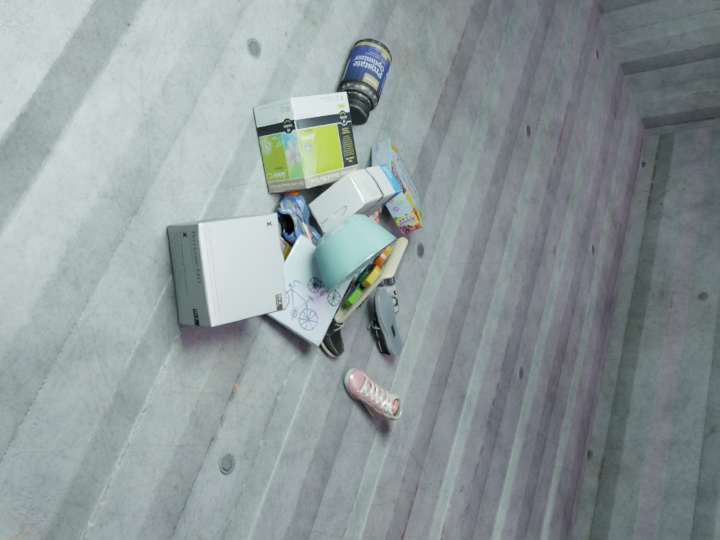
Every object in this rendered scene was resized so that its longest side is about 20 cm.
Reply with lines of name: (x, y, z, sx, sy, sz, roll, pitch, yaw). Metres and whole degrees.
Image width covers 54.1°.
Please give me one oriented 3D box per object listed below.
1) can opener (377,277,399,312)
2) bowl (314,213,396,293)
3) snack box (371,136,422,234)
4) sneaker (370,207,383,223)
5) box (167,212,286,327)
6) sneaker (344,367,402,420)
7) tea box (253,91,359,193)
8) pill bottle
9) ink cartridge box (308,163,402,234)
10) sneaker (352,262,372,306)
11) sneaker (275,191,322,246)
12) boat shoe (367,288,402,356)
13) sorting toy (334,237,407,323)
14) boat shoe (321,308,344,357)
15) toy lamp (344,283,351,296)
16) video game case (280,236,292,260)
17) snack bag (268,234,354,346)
can opener: (0.070, 0.021, 1.945, 0.067, 0.051, 0.206, -71, 154, -78)
bowl: (-0.025, -0.051, 1.583, 0.106, 0.200, 0.200, 53, 44, 3)
snack box: (0.099, -0.230, 1.916, 0.202, 0.066, 0.171, 58, 21, -34)
sneaker: (0.035, -0.130, 1.880, 0.108, 0.066, 0.206, -38, 116, -42)
box: (-0.268, -0.005, 1.434, 0.197, 0.129, 0.205, -11, 98, -45)
sneaker: (0.044, 0.327, 1.854, 0.201, 0.103, 0.076, 53, 53, -35)
tea box: (-0.121, -0.297, 1.636, 0.198, 0.131, 0.203, -21, 105, -49)
pill bottle: (0.006, -0.482, 1.817, 0.111, 0.110, 0.205, 38, 60, -43)
ink cartridge box: (-0.010, -0.173, 1.685, 0.085, 0.144, 0.199, 58, 31, 4)
sneaker: (0.000, 0.000, 1.834, 0.071, 0.071, 0.206, -8, 113, -60)
sneaker: (-0.143, -0.080, 1.652, 0.078, 0.074, 0.203, -40, 108, -43)
boat shoe: (0.059, 0.140, 1.905, 0.074, 0.067, 0.203, -52, 134, -43)
sorting toy: (0.021, 0.017, 1.673, 0.036, 0.200, 0.186, 41, 33, -9)
boat shoe: (-0.072, 0.128, 1.733, 0.072, 0.066, 0.204, -55, 136, -51)
toy lamp: (-0.041, -0.039, 1.793, 0.058, 0.057, 0.206, 19, 75, -49)
video game case: (-0.187, 0.008, 1.637, 0.200, 0.017, 0.146, 43, 57, -42)
snack bag: (-0.123, 0.044, 1.632, 0.187, 0.021, 0.204, 34, 76, -29)
